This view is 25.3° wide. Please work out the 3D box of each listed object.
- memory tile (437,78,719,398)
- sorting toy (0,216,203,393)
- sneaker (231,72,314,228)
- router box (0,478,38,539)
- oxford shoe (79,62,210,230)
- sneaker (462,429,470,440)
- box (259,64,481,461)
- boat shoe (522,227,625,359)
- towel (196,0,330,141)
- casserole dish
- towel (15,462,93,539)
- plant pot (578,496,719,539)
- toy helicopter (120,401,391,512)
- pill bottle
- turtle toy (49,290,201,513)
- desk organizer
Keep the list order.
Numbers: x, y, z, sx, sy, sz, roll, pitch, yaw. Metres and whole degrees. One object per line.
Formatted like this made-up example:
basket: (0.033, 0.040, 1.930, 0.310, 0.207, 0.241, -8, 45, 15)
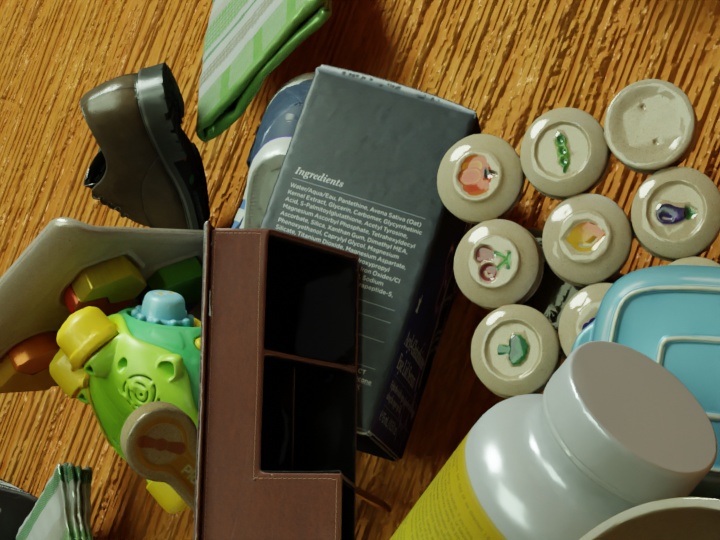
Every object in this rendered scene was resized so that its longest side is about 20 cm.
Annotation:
memory tile: (0.125, 0.007, 0.857, 0.152, 0.017, 0.202, -14, 75, 17)
sorting toy: (-0.186, 0.035, 1.159, 0.185, 0.199, 0.037, -43, 62, 27)
sneaker: (-0.051, -0.044, 1.151, 0.147, 0.080, 0.201, -74, 0, -53)
router box: (-0.384, 0.173, 1.316, 0.148, 0.199, 0.052, 12, 82, 48)
oxford shoe: (-0.158, -0.066, 1.183, 0.083, 0.201, 0.073, -12, 44, 3)
sneaker: (0.111, 0.153, 0.886, 0.081, 0.074, 0.200, -54, 43, 17)
box: (0.000, 0.000, 0.975, 0.103, 0.148, 0.202, 17, 82, 12)
boat shoe: (0.157, 0.045, 0.887, 0.199, 0.065, 0.073, 33, 91, 29)
towel: (-0.066, -0.196, 1.187, 0.149, 0.031, 0.201, -45, 27, 30)
casserole dish: (0.197, 0.057, 0.794, 0.198, 0.039, 0.123, 5, 82, 19)
towel: (-0.225, 0.266, 1.221, 0.149, 0.030, 0.202, -52, 43, 49)
plant pot: (0.190, 0.209, 0.684, 0.186, 0.199, 0.189, -20, 61, 40)
toy helicopter: (-0.069, 0.150, 0.999, 0.132, 0.200, 0.079, -43, 26, -6)
pill bottle: (0.081, 0.132, 0.768, 0.201, 0.111, 0.113, -57, 42, 32)
turtle toy: (-0.137, 0.085, 1.119, 0.101, 0.146, 0.200, -40, -5, -22)
desk organizer: (-0.043, 0.080, 0.852, 0.076, 0.072, 0.203, -1, 78, 6)
